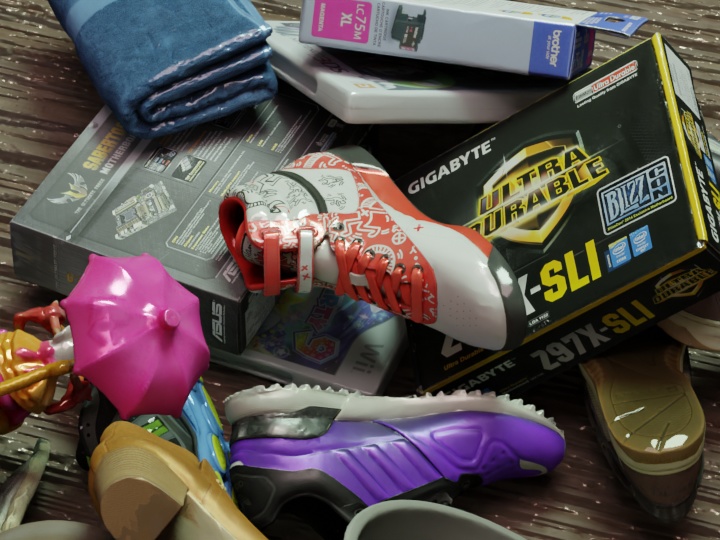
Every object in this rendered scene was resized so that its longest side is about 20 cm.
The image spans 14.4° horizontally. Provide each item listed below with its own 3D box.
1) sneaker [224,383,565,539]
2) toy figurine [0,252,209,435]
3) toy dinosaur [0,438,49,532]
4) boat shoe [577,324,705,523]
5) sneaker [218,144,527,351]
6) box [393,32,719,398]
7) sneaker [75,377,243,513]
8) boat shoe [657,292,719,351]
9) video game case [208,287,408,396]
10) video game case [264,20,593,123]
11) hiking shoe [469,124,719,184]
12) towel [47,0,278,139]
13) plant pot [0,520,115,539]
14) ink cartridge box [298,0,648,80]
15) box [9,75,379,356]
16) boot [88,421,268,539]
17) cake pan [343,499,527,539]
[{"bbox_3d":[0.020,0.122,1.601,0.199,0.070,0.100,3,70,-15],"label":"sneaker"},{"bbox_3d":[-0.170,0.055,1.562,0.183,0.200,0.151,-17,92,5],"label":"toy figurine"},{"bbox_3d":[-0.198,0.164,1.571,0.088,0.048,0.200,16,45,24],"label":"toy dinosaur"},{"bbox_3d":[0.159,0.074,1.644,0.073,0.065,0.200,-2,28,2],"label":"boat shoe"},{"bbox_3d":[0.000,0.001,1.610,0.107,0.068,0.201,-19,39,-28],"label":"sneaker"},{"bbox_3d":[0.114,-0.024,1.654,0.199,0.049,0.161,-28,50,25],"label":"box"},{"bbox_3d":[-0.116,0.108,1.618,0.082,0.071,0.200,-29,52,4],"label":"sneaker"},{"bbox_3d":[0.260,0.005,1.677,0.199,0.065,0.072,-3,37,-32],"label":"boat shoe"},{"bbox_3d":[-0.058,0.003,1.741,0.199,0.018,0.144,17,48,15],"label":"video game case"},{"bbox_3d":[0.046,-0.126,1.777,0.199,0.024,0.182,-1,19,-25],"label":"video game case"},{"bbox_3d":[0.153,-0.035,1.751,0.199,0.076,0.101,7,53,20],"label":"hiking shoe"},{"bbox_3d":[-0.129,-0.160,1.787,0.111,0.049,0.200,-21,39,-9],"label":"towel"},{"bbox_3d":[-0.157,0.224,1.434,0.198,0.201,0.174,-2,29,-3],"label":"plant pot"},{"bbox_3d":[0.070,-0.146,1.728,0.198,0.042,0.119,6,9,10],"label":"ink cartridge box"},{"bbox_3d":[-0.099,-0.050,1.744,0.157,0.049,0.200,17,47,18],"label":"box"},{"bbox_3d":[-0.059,0.156,1.452,0.071,0.144,0.201,-44,97,5],"label":"boot"},{"bbox_3d":[0.071,0.197,1.480,0.199,0.037,0.201,27,22,-12],"label":"cake pan"}]
